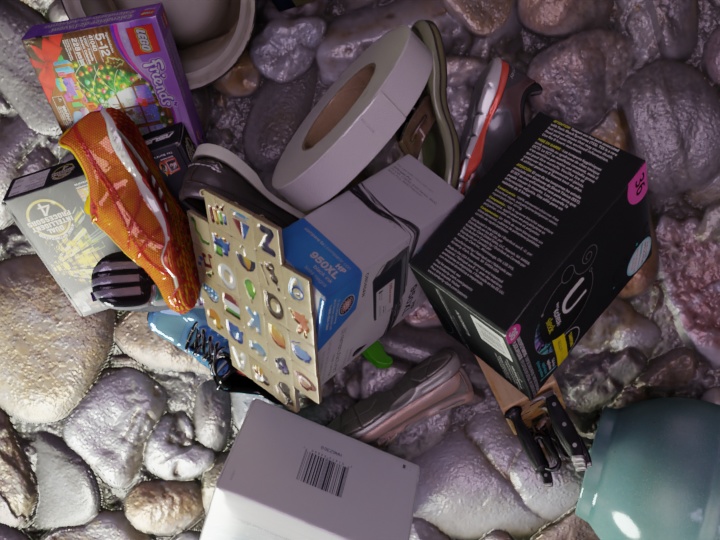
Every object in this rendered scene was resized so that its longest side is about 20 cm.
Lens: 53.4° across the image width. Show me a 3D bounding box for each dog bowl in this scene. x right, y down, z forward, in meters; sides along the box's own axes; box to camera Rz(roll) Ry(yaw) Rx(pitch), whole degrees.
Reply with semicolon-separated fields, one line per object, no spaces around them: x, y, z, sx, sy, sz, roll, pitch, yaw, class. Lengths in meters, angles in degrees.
-0.194;-0.288;0.712;0.194;0.075;0.205;2;126;2;dog bowl

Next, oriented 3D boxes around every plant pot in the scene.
0.304;0.222;0.753;0.131;0.199;0.206;15;100;21;plant pot

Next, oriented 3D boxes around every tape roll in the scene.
-0.010;-0.148;0.694;0.037;0.203;0.203;39;99;-21;tape roll

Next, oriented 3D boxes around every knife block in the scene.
0.165;0.112;0.738;0.063;0.176;0.204;-26;96;5;knife block

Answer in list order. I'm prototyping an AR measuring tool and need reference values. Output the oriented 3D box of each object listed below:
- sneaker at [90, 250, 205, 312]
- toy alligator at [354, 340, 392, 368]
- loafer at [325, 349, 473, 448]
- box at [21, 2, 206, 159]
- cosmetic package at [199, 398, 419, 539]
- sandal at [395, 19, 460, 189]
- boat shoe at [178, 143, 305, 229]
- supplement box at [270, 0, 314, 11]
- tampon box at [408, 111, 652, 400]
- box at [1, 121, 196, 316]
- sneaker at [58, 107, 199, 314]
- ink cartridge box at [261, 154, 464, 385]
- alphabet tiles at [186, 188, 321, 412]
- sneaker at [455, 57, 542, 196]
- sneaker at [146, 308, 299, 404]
-0.185;0.009;0.761;0.195;0.087;0.077;1;79;-26;sneaker
-0.045;0.045;0.803;0.196;0.060;0.055;26;57;8;toy alligator
0.039;0.169;0.809;0.197;0.072;0.064;-34;103;4;loafer
-0.239;-0.158;0.736;0.133;0.040;0.204;-9;129;3;box
-0.065;0.281;0.766;0.195;0.124;0.203;21;126;-1;cosmetic package
0.062;-0.155;0.751;0.056;0.080;0.208;-7;89;-14;sandal
-0.100;-0.043;0.734;0.200;0.071;0.062;39;61;-32;boat shoe
-0.018;-0.356;0.664;0.194;0.200;0.138;-15;97;5;supplement box
0.170;-0.013;0.690;0.201;0.150;0.126;-47;53;-8;tampon box
-0.247;-0.050;0.763;0.194;0.050;0.164;-16;129;4;box
-0.214;-0.050;0.682;0.075;0.073;0.204;-23;98;10;sneaker
0.000;0.000;0.694;0.084;0.198;0.147;38;142;23;ink cartridge box
-0.097;0.032;0.653;0.164;0.006;0.205;27;133;35;alphabet tiles
0.142;-0.115;0.759;0.080;0.077;0.205;16;99;-7;sneaker
-0.146;0.083;0.782;0.195;0.090;0.080;23;114;3;sneaker
